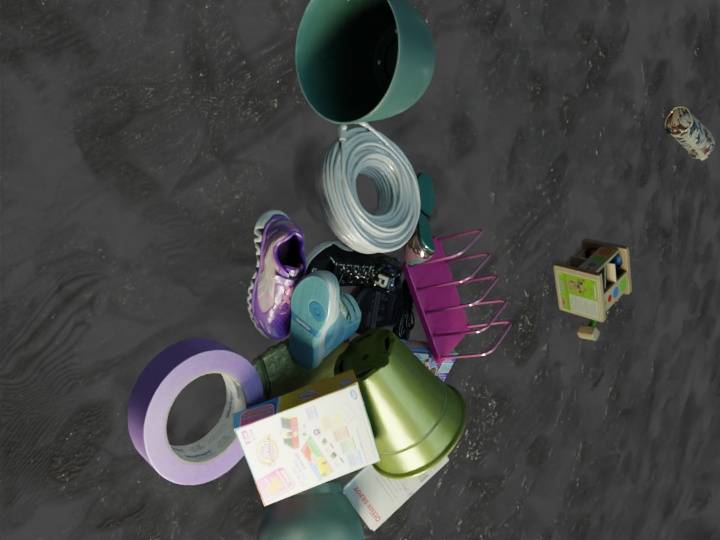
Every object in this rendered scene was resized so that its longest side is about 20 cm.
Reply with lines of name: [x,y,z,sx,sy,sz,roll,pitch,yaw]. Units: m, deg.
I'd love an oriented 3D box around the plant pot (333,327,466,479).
plant pot: [0.050,0.206,1.152,0.201,0.198,0.192,-48,119,-21]

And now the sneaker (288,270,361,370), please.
sneaker: [-0.046,0.054,1.086,0.130,0.079,0.203,-35,156,-39]

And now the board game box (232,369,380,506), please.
board game box: [-0.080,0.257,1.055,0.195,0.040,0.157,-19,115,-6]

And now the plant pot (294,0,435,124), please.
plant pot: [0.024,-0.326,1.049,0.159,0.197,0.207,-11,109,-51]

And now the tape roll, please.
tape roll: [-0.242,0.209,1.028,0.196,0.065,0.207,-13,110,-39]

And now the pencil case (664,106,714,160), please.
pencil case: [0.914,-0.375,1.904,0.197,0.077,0.092,19,68,-43]

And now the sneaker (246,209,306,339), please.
sneaker: [-0.123,0.013,1.070,0.079,0.087,0.207,-8,107,-41]

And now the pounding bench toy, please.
pounding bench toy: [0.577,0.049,1.681,0.154,0.123,0.205,-33,121,-31]

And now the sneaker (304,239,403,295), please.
sneaker: [0.000,0.000,1.138,0.197,0.111,0.075,-13,124,-48]

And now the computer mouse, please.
computer mouse: [0.031,0.067,1.250,0.197,0.052,0.143,2,103,-52]

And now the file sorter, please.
file sorter: [0.187,0.045,1.279,0.138,0.123,0.205,-37,110,-49]

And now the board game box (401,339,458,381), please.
board game box: [0.089,0.201,1.314,0.197,0.034,0.138,11,112,-44]

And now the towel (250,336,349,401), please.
towel: [-0.092,0.171,1.172,0.197,0.036,0.153,-27,116,-33]

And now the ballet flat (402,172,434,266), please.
ballet flat: [0.095,-0.093,1.234,0.069,0.070,0.204,35,41,-34]

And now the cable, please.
cable: [0.013,-0.128,1.124,0.197,0.068,0.206,27,64,-33]

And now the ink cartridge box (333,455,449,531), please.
ink cartridge box: [0.051,0.358,1.288,0.198,0.085,0.149,-38,125,-11]

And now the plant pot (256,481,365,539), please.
plant pot: [-0.086,0.430,1.158,0.197,0.198,0.139,11,68,-42]
